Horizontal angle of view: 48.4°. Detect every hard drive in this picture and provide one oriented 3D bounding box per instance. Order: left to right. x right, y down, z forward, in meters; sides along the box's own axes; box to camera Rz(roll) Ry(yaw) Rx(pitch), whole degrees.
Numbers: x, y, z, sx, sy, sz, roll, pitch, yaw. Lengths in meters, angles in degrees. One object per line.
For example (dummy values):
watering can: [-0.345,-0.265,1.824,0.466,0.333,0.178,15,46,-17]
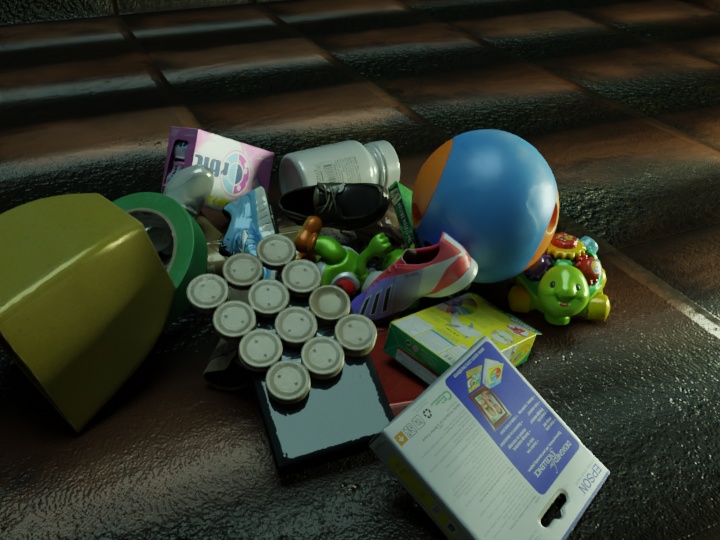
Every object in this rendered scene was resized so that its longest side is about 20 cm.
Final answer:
hard drive: [-0.053,0.117,0.905,0.137,0.033,0.202,-12,56,-16]

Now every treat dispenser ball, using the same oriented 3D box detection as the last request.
treat dispenser ball: [0.167,-0.085,1.075,0.196,0.205,0.202,0,30,0]

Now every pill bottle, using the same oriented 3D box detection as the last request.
pill bottle: [-0.035,-0.167,1.411,0.197,0.116,0.114,-17,34,-27]

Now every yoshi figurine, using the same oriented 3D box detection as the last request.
yoshi figurine: [0.006,-0.008,1.146,0.197,0.114,0.112,27,13,10]

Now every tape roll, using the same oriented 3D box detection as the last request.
tape roll: [-0.308,-0.009,1.098,0.196,0.048,0.204,-7,63,14]

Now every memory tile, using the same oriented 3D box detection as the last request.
memory tile: [-0.090,0.050,0.920,0.152,0.017,0.200,-33,63,-27]

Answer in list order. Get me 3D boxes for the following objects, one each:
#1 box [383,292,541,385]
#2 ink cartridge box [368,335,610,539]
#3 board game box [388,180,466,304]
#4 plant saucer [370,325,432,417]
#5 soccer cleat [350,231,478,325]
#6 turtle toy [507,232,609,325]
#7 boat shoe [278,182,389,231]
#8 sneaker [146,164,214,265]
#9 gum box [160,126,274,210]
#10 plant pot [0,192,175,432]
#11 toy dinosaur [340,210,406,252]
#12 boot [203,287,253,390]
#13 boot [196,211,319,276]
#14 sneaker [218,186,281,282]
box: [0.134,0.087,1.009,0.117,0.049,0.198,34,34,32]
ink cartridge box: [0.138,0.195,0.827,0.201,0.047,0.197,49,47,9]
board game box: [0.099,-0.032,1.152,0.104,0.023,0.203,27,37,-39]
plant saucer: [0.002,0.131,0.981,0.195,0.037,0.201,-6,30,-12]
soccer cleat: [0.053,0.011,1.027,0.198,0.073,0.069,-23,28,34]
turtle toy: [0.282,0.010,1.125,0.142,0.103,0.201,5,30,9]
boat shoe: [-0.047,-0.100,1.246,0.197,0.076,0.073,-6,-10,36]
sneaker: [-0.274,-0.063,1.184,0.070,0.201,0.080,31,9,-46]
gum box: [-0.234,-0.157,1.306,0.065,0.116,0.199,11,1,33]
plant pot: [-0.340,0.022,0.947,0.193,0.198,0.200,28,60,39]
toy dinosaur: [0.038,-0.065,1.276,0.196,0.087,0.136,7,37,23]
boot: [-0.156,0.086,1.026,0.197,0.071,0.147,-7,39,40]
boot: [-0.175,-0.046,1.260,0.196,0.067,0.177,-8,43,-13]
sneaker: [-0.158,-0.021,1.162,0.088,0.079,0.203,-15,61,2]
